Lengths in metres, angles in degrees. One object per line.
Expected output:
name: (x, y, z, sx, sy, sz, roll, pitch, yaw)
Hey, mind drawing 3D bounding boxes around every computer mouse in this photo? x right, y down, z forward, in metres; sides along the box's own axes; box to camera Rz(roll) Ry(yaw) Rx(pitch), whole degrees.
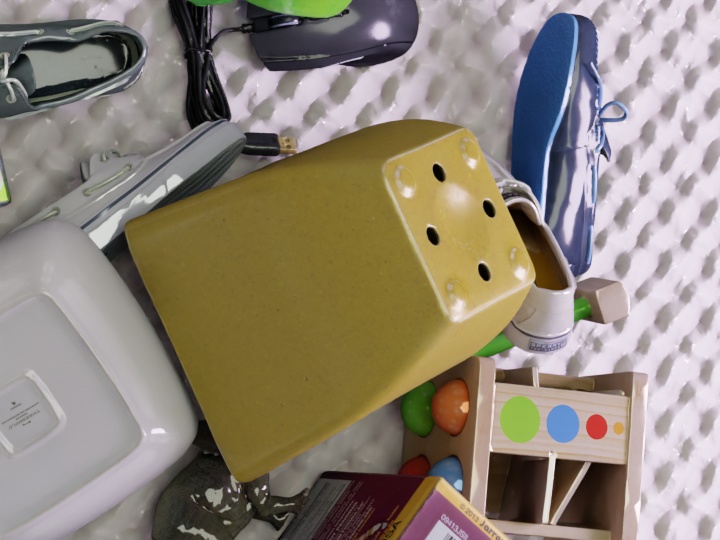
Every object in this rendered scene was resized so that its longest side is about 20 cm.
computer mouse: (-0.039, -0.155, 1.770, 0.198, 0.046, 0.142, -2, 85, -24)

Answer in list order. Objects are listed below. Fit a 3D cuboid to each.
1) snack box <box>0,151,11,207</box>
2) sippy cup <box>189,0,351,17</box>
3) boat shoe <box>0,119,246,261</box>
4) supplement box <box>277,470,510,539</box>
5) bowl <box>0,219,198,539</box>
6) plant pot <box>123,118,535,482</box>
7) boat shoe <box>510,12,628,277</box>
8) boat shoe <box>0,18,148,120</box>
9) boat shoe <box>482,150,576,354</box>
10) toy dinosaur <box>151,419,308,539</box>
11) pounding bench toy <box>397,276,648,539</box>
snack box: (-0.343, -0.092, 1.602, 0.198, 0.053, 0.143, -13, 92, -7)
sippy cup: (-0.065, -0.262, 1.720, 0.130, 0.139, 0.179, -12, 94, -38)
boat shoe: (-0.171, -0.054, 1.689, 0.200, 0.074, 0.067, -39, 79, -20)
supplement box: (0.029, 0.219, 1.687, 0.131, 0.200, 0.103, 42, 72, -15)
bowl: (-0.228, 0.089, 1.619, 0.199, 0.075, 0.201, -32, 101, 1)
plant pot: (0.000, 0.000, 1.649, 0.195, 0.199, 0.195, -25, 91, -53)
boat shoe: (0.156, -0.094, 1.844, 0.068, 0.084, 0.202, 5, 100, -27)
boat shoe: (-0.241, -0.140, 1.672, 0.198, 0.062, 0.074, -10, 91, -24)
boat shoe: (0.108, -0.033, 1.756, 0.070, 0.070, 0.201, -4, 45, -16)
toy dinosaur: (-0.104, 0.173, 1.714, 0.102, 0.077, 0.201, 31, 79, -6)
pounding bench toy: (0.113, 0.096, 1.775, 0.155, 0.124, 0.202, 8, 83, -22)
